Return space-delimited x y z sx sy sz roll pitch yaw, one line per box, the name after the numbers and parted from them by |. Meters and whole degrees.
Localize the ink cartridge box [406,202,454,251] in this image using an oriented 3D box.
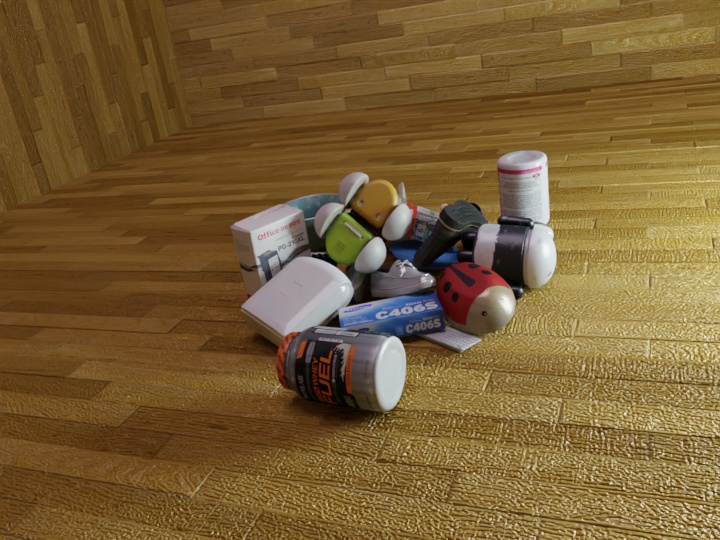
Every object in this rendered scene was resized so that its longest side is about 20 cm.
0.131 -0.114 1.612 0.195 0.052 0.109 20 21 0 | ink cartridge box

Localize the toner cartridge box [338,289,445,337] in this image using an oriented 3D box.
0.057 0.091 1.323 0.194 0.044 0.095 -11 20 -1 | toner cartridge box

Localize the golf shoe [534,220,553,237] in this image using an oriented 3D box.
0.334 -0.046 1.527 0.194 0.074 0.093 -15 42 6 | golf shoe

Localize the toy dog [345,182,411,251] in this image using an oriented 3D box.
0.026 -0.106 1.739 0.194 0.141 0.198 -8 56 3 | toy dog

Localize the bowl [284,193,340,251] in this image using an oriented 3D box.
-0.124 -0.120 1.836 0.195 0.108 0.202 -9 22 4 | bowl

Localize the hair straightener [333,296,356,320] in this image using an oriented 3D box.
-0.102 0.084 1.457 0.194 0.042 0.077 -12 22 10 | hair straightener

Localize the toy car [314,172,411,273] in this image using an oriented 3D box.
0.008 -0.095 1.495 0.174 0.150 0.201 38 85 14 | toy car

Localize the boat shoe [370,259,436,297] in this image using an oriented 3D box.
0.083 0.014 1.421 0.070 0.071 0.199 -11 2 -26 | boat shoe

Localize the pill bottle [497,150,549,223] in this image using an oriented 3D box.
0.375 -0.160 1.587 0.110 0.205 0.114 -8 22 3 | pill bottle

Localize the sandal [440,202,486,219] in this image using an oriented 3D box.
0.258 -0.124 1.618 0.205 0.059 0.080 17 35 -57 | sandal

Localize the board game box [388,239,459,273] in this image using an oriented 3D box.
0.152 -0.022 1.578 0.153 0.040 0.201 -4 22 -11 | board game box

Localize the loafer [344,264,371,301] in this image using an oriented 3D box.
0.000 0.000 1.553 0.068 0.072 0.200 8 29 19 | loafer

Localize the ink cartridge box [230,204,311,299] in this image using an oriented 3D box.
-0.184 -0.022 1.511 0.143 0.205 0.083 -26 27 -34 | ink cartridge box

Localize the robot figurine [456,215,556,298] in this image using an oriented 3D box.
0.300 -0.029 1.418 0.195 0.155 0.124 5 13 24 | robot figurine

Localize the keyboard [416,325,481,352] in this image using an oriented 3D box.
0.137 0.113 1.310 0.056 0.011 0.198 -27 28 -33 | keyboard

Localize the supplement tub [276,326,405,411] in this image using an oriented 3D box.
-0.033 0.158 1.137 0.195 0.126 0.122 2 25 29 | supplement tub

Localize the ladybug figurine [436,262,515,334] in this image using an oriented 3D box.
0.210 0.043 1.319 0.135 0.073 0.200 -37 34 -10 | ladybug figurine

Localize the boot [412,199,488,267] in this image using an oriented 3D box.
0.191 -0.076 1.511 0.078 0.139 0.198 48 27 23 | boot

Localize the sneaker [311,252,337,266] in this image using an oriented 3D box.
-0.152 -0.011 1.648 0.195 0.068 0.091 -17 26 -9 | sneaker

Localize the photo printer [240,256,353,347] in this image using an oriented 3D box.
-0.121 0.059 1.391 0.199 0.071 0.165 -41 44 -23 | photo printer
